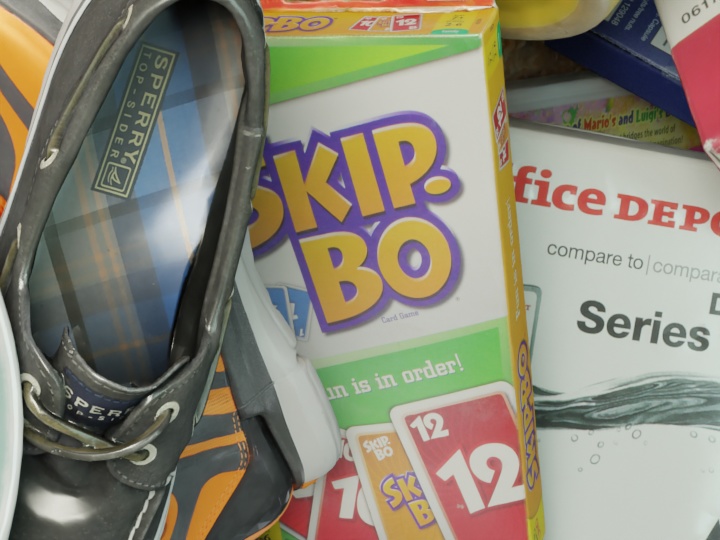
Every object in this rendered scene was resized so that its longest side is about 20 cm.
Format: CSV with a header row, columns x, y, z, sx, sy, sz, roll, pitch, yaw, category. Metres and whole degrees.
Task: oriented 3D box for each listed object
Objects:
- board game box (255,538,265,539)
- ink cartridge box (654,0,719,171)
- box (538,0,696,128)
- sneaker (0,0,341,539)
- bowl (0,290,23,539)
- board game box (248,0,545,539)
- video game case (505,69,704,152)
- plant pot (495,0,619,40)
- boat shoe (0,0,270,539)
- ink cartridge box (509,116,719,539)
x,y,z,sx,sy,sz,roll,pitch,yaw,category
-0.048,0.173,0.738,0.200,0.159,0.097,-44,135,-50,board game box
0.165,-0.124,0.819,0.086,0.148,0.200,36,30,-42,ink cartridge box
0.173,-0.090,0.927,0.121,0.200,0.032,-55,166,-21,box
-0.085,0.018,0.697,0.112,0.078,0.200,-42,122,-23,sneaker
-0.191,0.035,0.614,0.201,0.105,0.201,-3,99,-22,bowl
0.000,0.000,0.765,0.030,0.095,0.200,-62,149,-60,board game box
0.104,0.011,0.993,0.200,0.024,0.182,-11,107,-43,video game case
0.046,-0.180,0.752,0.201,0.201,0.189,37,70,-44,plant pot
-0.063,0.016,0.635,0.070,0.066,0.200,17,97,-15,boat shoe
0.063,0.050,0.871,0.147,0.083,0.200,9,93,-8,ink cartridge box
